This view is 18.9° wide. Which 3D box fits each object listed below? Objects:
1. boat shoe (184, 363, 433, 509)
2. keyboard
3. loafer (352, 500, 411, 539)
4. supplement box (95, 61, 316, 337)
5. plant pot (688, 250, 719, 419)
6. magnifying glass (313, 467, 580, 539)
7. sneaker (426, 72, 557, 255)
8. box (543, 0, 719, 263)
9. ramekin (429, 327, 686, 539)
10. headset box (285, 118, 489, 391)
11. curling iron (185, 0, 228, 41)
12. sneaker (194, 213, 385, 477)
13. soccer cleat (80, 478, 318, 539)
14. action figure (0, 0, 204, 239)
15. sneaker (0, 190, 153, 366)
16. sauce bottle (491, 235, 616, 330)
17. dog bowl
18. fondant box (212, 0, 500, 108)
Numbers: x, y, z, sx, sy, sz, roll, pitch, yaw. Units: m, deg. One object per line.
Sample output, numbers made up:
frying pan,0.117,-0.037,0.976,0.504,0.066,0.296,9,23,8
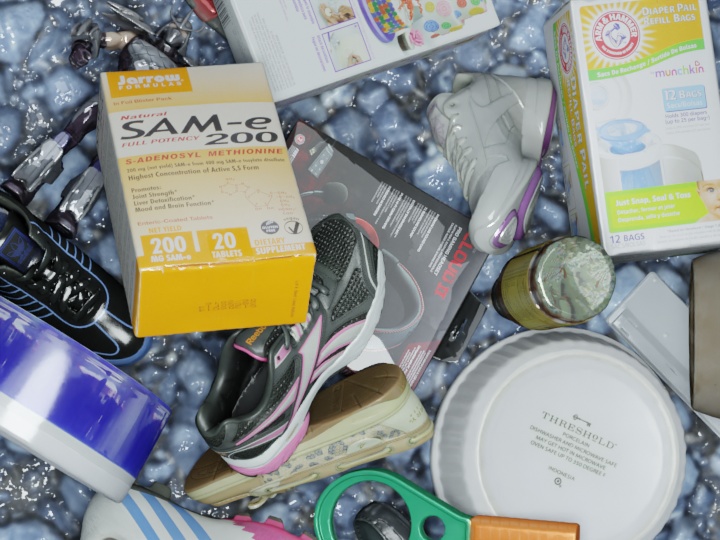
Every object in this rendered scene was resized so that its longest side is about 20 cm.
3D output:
boat shoe,-0.042,0.137,1.615,0.199,0.073,0.063,-24,116,24
keyboard,0.283,0.090,1.713,0.200,0.011,0.056,45,77,-2
loafer,0.044,0.271,1.636,0.070,0.068,0.201,-28,93,-25
supplement box,-0.113,-0.054,1.532,0.125,0.074,0.201,-5,48,-14
plant pot,0.338,0.050,1.640,0.172,0.200,0.201,0,85,6
magnifying glass,0.062,0.190,1.594,0.199,0.022,0.080,3,92,17
sneaker,0.091,-0.082,1.638,0.099,0.200,0.075,14,128,1
box,0.215,-0.110,1.673,0.112,0.101,0.201,-6,86,-7
ramekin,0.157,0.142,1.649,0.201,0.094,0.204,0,86,-6
headset box,0.000,0.000,1.652,0.199,0.075,0.149,31,83,-3
curling iron,-0.109,-0.210,1.681,0.050,0.026,0.200,-42,91,-5
sneaker,-0.052,0.051,1.547,0.080,0.086,0.201,21,83,28
soccer cleat,-0.116,0.219,1.607,0.199,0.070,0.087,16,63,14
action figure,-0.184,-0.120,1.646,0.130,0.069,0.200,36,79,2
sneaker,-0.241,0.003,1.622,0.200,0.078,0.070,36,83,-3
sauce bottle,0.137,0.012,1.604,0.064,0.200,0.065,0,87,-7
dog bowl,-0.238,0.084,1.555,0.199,0.200,0.079,32,81,-3
fondant box,-0.011,-0.221,1.666,0.199,0.058,0.145,-20,88,-15
